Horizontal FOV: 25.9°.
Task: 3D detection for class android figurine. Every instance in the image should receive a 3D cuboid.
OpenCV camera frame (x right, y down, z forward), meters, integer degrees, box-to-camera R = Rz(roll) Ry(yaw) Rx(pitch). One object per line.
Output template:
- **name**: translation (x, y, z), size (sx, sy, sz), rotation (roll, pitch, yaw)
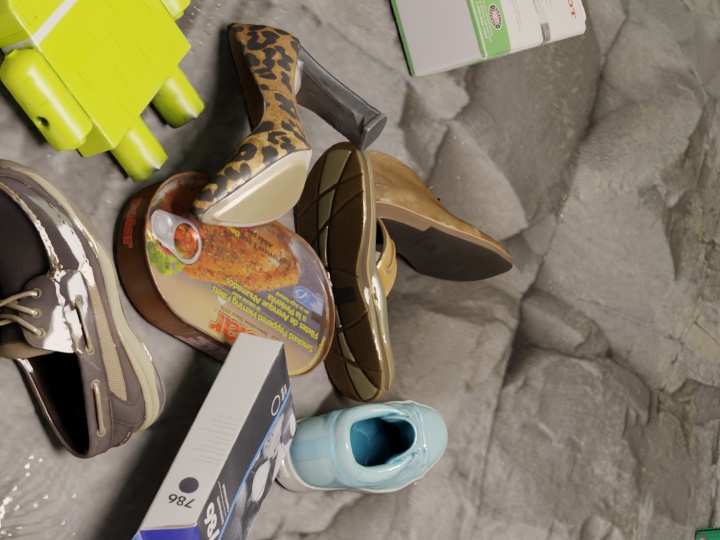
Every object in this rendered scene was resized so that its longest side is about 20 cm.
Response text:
- **android figurine**: translation (-0.181, -0.163, 1.049), size (0.200, 0.041, 0.182), rotation (58, 41, -27)

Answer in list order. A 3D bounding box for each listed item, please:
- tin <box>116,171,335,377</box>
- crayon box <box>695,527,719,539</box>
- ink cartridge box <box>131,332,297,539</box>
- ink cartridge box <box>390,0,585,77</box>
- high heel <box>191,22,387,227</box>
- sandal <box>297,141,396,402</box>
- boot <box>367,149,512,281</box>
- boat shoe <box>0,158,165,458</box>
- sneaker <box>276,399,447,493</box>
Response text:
- **tin**: translation (-0.093, 0.008, 1.117), size (0.200, 0.042, 0.112), rotation (35, 50, -42)
- **crayon box**: translation (0.401, 0.383, 1.647), size (0.119, 0.058, 0.200), rotation (36, 53, -42)
- **ink cartridge box**: translation (-0.096, 0.146, 1.038), size (0.099, 0.039, 0.200), rotation (85, 24, -47)
- **ink cartridge box**: translation (0.113, -0.265, 1.431), size (0.200, 0.084, 0.146), rotation (-22, 98, -54)
- **high heel**: translation (-0.090, -0.107, 1.122), size (0.143, 0.071, 0.200), rotation (38, 44, 15)
- **sandal**: translation (0.000, 0.000, 1.207), size (0.054, 0.080, 0.200), rotation (-15, 98, -43)
- **boot**: translation (0.060, -0.044, 1.315), size (0.200, 0.074, 0.075), rotation (24, 51, -45)
- **boat shoe**: translation (-0.188, 0.027, 0.954), size (0.200, 0.074, 0.073), rotation (62, 39, -18)
- **sneaker**: translation (0.023, 0.135, 1.195), size (0.200, 0.082, 0.074), rotation (-6, 86, -54)
